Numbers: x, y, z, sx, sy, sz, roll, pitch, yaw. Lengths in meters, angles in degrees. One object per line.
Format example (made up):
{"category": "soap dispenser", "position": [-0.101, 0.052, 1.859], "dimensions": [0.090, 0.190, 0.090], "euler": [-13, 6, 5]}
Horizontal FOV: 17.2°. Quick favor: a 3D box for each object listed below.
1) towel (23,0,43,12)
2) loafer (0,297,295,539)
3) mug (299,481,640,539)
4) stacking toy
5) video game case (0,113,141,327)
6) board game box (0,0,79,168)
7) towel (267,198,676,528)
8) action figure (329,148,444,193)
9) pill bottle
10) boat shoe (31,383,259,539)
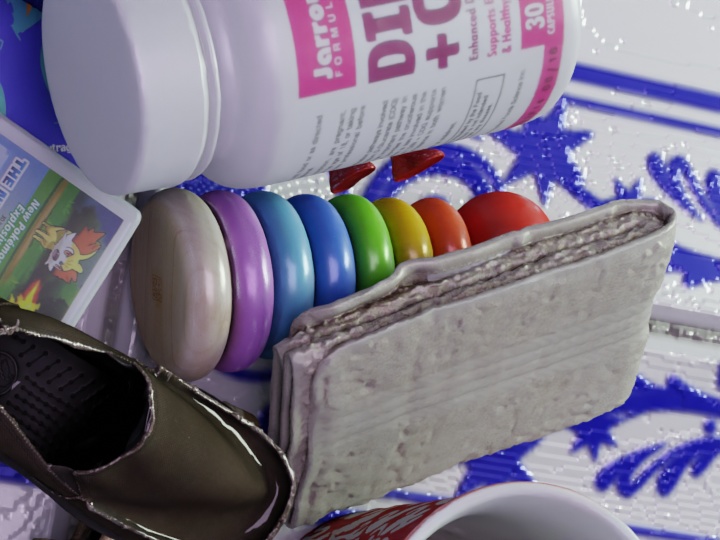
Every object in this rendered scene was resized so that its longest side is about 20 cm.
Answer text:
{"category": "towel", "position": [-0.115, -0.208, 1.001], "dimensions": [0.147, 0.050, 0.201], "euler": [30, 81, -11]}
{"category": "loafer", "position": [-0.100, 0.070, 0.967], "dimensions": [0.199, 0.071, 0.073], "euler": [28, 82, -33]}
{"category": "mug", "position": [0.021, 0.174, 1.020], "dimensions": [0.133, 0.200, 0.178], "euler": [41, 75, -11]}
{"category": "stacking toy", "position": [0.000, 0.000, 1.083], "dimensions": [0.199, 0.085, 0.086], "euler": [-4, 94, -26]}
{"category": "video game case", "position": [-0.214, 0.010, 0.964], "dimensions": [0.182, 0.022, 0.201], "euler": [35, 77, -18]}
{"category": "board game box", "position": [-0.142, -0.138, 1.037], "dimensions": [0.151, 0.045, 0.202], "euler": [-6, 93, -20]}
{"category": "towel", "position": [0.047, 0.042, 1.084], "dimensions": [0.199, 0.133, 0.035], "euler": [-17, 53, -21]}
{"category": "action figure", "position": [-0.014, -0.139, 1.068], "dimensions": [0.065, 0.052, 0.201], "euler": [-13, 80, -32]}
{"category": "pill bottle", "position": [-0.020, -0.097, 0.964], "dimensions": [0.199, 0.113, 0.114], "euler": [-15, 97, -28]}
{"category": "boat shoe", "position": [-0.119, 0.137, 1.046], "dimensions": [0.066, 0.074, 0.201], "euler": [33, 71, -15]}
